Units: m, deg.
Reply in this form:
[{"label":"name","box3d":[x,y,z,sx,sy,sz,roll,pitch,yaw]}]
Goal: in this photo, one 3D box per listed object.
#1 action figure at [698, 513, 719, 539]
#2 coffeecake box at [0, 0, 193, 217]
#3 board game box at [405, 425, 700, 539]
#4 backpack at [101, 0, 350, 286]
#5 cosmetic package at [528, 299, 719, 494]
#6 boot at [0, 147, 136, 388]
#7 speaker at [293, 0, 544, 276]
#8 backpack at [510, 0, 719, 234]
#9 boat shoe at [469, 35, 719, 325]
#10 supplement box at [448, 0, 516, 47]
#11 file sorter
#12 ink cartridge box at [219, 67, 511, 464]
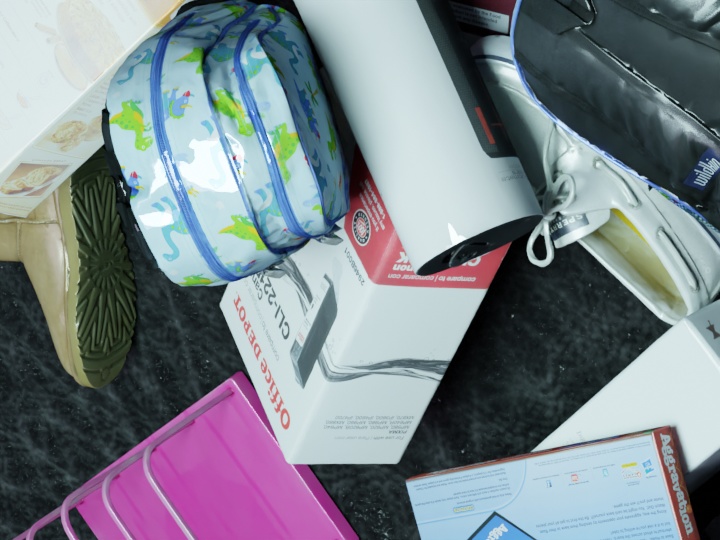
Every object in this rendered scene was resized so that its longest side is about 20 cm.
[{"label":"action figure","box3d":[0.218,0.153,1.643,0.200,0.130,0.069,-43,70,33]},{"label":"coffeecake box","box3d":[-0.195,-0.157,1.749,0.200,0.073,0.154,-41,69,19]},{"label":"board game box","box3d":[0.113,0.155,1.636,0.200,0.019,0.103,-15,89,46]},{"label":"backpack","box3d":[-0.073,-0.068,1.562,0.153,0.200,0.164,-10,97,25]},{"label":"cosmetic package","box3d":[0.175,0.094,1.648,0.071,0.101,0.200,54,132,12]},{"label":"boot","box3d":[-0.251,-0.014,1.935,0.199,0.066,0.176,4,101,34]},{"label":"speaker","box3d":[0.027,-0.100,1.569,0.081,0.081,0.201,-32,77,41]},{"label":"backpack","box3d":[0.191,-0.130,1.502,0.200,0.147,0.183,30,126,14]},{"label":"boat shoe","box3d":[0.122,-0.041,1.600,0.202,0.086,0.075,44,150,-14]},{"label":"supplement box","box3d":[0.063,-0.231,1.603,0.109,0.061,0.201,18,122,26]},{"label":"file sorter","box3d":[-0.133,0.190,1.904,0.200,0.125,0.139,-36,88,41]},{"label":"ink cartridge box","box3d":[0.000,0.000,1.705,0.145,0.083,0.200,64,142,41]}]
